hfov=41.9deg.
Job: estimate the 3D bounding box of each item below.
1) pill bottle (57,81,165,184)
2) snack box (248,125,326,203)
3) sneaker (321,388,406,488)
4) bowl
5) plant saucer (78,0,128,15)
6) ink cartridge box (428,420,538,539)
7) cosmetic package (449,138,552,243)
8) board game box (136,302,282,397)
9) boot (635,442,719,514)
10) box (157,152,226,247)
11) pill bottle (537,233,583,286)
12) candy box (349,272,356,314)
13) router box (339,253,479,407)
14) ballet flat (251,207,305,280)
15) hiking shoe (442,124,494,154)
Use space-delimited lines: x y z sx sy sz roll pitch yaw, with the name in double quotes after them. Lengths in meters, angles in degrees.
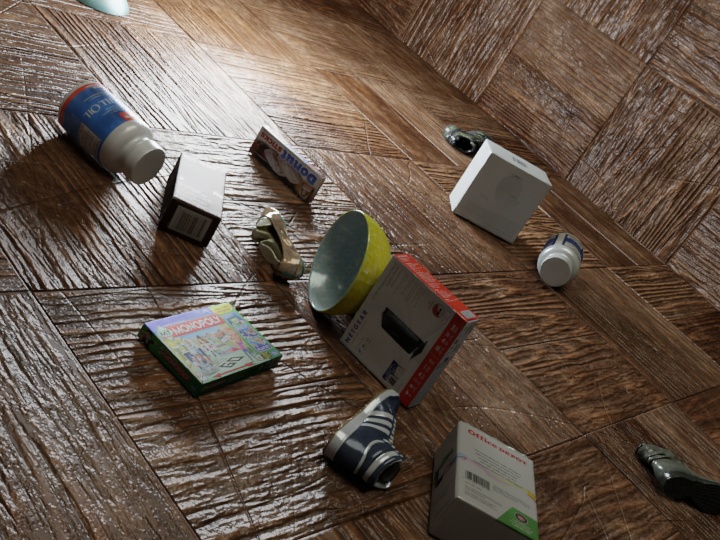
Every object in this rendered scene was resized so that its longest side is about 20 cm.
-0.457 -0.251 1.743 0.200 0.112 0.112 40 25 17 "pill bottle"
-0.166 -0.240 2.121 0.200 0.072 0.024 42 24 20 "snack box"
0.034 0.259 1.433 0.108 0.070 0.200 35 31 16 "sneaker"
0.000 0.000 1.725 0.107 0.200 0.200 23 26 -27 "bowl"
-0.692 -0.734 2.451 0.200 0.036 0.200 27 25 -14 "plant saucer"
0.189 0.345 1.445 0.145 0.084 0.200 30 25 -7 "ink cartridge box"
0.382 -0.217 2.586 0.199 0.200 0.123 28 22 -12 "cosmetic package"
-0.226 0.116 1.438 0.135 0.029 0.200 42 26 18 "board game box"
0.665 0.415 1.921 0.200 0.068 0.131 24 20 -22 "boot"
-0.310 -0.134 1.751 0.100 0.075 0.200 24 24 -19 "box"
0.534 -0.025 2.519 0.111 0.111 0.200 35 24 6 "pill bottle"
0.054 0.079 1.811 0.115 0.055 0.200 3 38 -47 "candy box"
0.081 0.104 1.626 0.179 0.200 0.049 43 26 24 "router box"
-0.169 -0.058 1.792 0.067 0.068 0.200 4 34 -35 "ballet flat"
0.366 -0.414 3.109 0.199 0.076 0.101 8 41 -26 "hiking shoe"
